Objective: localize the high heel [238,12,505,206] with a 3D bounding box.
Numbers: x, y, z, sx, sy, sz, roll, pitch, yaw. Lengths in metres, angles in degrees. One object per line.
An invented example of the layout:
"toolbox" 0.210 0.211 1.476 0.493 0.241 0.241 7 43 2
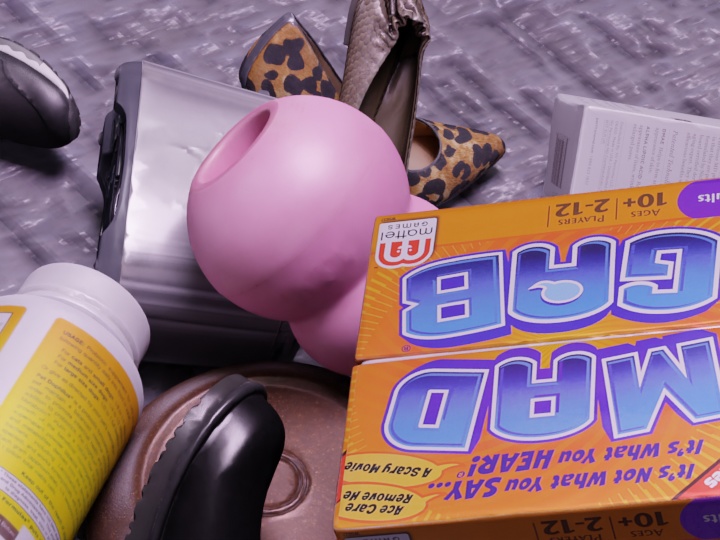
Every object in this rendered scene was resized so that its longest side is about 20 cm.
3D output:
"high heel" 0.015 -0.106 1.509 0.199 0.143 0.072 -9 41 -24

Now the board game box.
"board game box" 0.116 0.101 1.152 0.199 0.201 0.200 -7 43 14

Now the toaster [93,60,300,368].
"toaster" -0.093 -0.021 1.391 0.128 0.114 0.201 8 62 -9

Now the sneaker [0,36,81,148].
"sneaker" -0.274 -0.108 1.505 0.199 0.076 0.088 22 52 20

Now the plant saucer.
"plant saucer" -0.049 0.122 1.275 0.199 0.037 0.201 1 52 -1

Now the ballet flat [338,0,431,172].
"ballet flat" 0.011 -0.082 1.457 0.067 0.201 0.046 11 -1 -43

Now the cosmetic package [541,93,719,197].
"cosmetic package" 0.225 -0.057 1.528 0.199 0.082 0.113 7 8 -6

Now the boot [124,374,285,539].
"boot" -0.041 0.172 1.173 0.157 0.079 0.212 20 82 14

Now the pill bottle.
"pill bottle" -0.183 0.089 1.243 0.109 0.110 0.200 20 47 8

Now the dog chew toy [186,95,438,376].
"dog chew toy" 0.000 0.000 1.296 0.200 0.124 0.125 45 37 -18
